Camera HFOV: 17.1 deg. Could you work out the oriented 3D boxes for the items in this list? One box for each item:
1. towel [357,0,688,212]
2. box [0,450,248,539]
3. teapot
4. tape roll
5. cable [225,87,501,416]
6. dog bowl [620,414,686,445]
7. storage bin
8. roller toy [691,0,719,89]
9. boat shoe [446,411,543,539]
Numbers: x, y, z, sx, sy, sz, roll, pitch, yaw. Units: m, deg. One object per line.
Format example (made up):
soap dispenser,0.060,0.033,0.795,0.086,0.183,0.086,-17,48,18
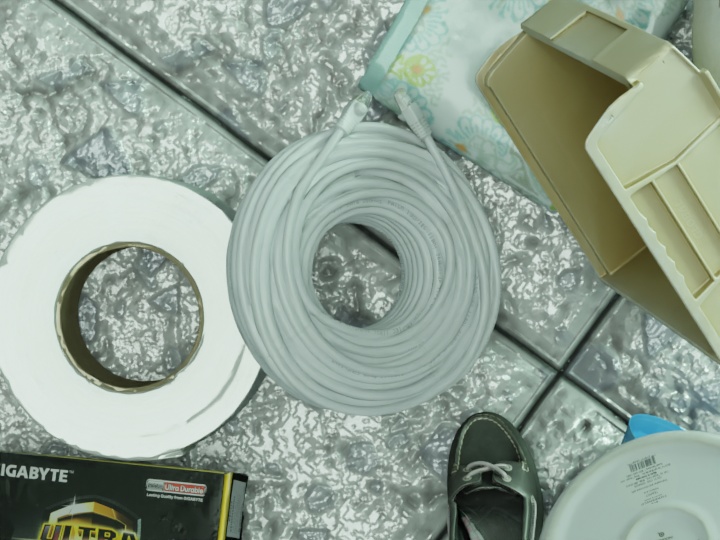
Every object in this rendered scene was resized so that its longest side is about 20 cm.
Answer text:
towel,0.119,-0.169,1.680,0.171,0.048,0.200,32,94,4
box,-0.186,0.212,1.684,0.199,0.049,0.160,5,84,17
teapot,0.210,0.211,1.541,0.200,0.146,0.198,21,68,32
tape roll,-0.158,0.033,1.696,0.202,0.071,0.203,0,91,4
cable,0.000,0.000,1.647,0.200,0.069,0.200,-41,103,-21
dog bowl,0.257,0.176,1.651,0.200,0.111,0.050,32,107,3
storage bin,0.184,-0.066,1.567,0.094,0.200,0.199,-37,113,-4
roller toy,0.295,-0.157,1.590,0.139,0.183,0.201,1,118,24
boat shoe,0.093,0.181,1.645,0.067,0.057,0.201,-4,61,6
